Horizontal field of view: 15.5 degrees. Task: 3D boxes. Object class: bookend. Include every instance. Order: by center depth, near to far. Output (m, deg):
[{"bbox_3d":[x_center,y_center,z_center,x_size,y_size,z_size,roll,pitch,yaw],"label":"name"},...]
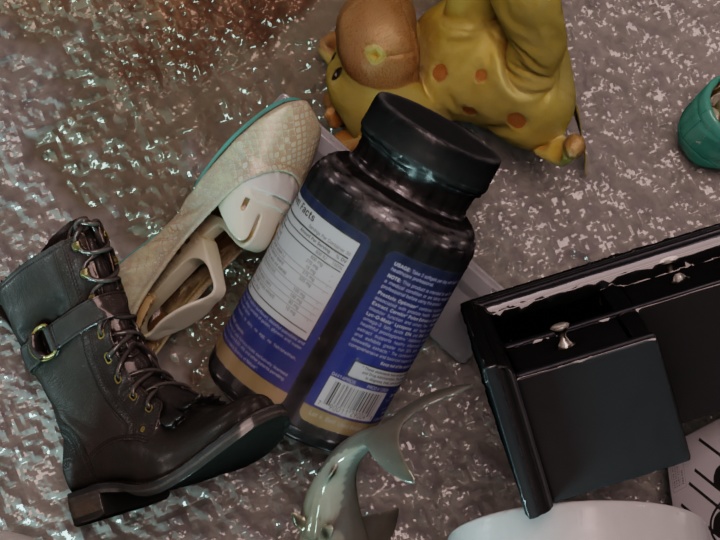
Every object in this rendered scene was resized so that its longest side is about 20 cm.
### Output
[{"bbox_3d":[0.170,0.051,1.554,0.198,0.200,0.092,-17,100,2],"label":"bookend"}]

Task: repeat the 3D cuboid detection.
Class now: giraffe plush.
[{"bbox_3d":[0.050,-0.138,1.675,0.161,0.173,0.201,-10,108,5],"label":"giraffe plush"}]

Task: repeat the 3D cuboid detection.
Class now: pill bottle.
[{"bbox_3d":[0.000,0.000,1.589,0.112,0.112,0.200,31,102,7],"label":"pill bottle"}]

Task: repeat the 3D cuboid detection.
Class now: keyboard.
[{"bbox_3d":[0.008,-0.025,1.651,0.200,0.011,0.056,42,114,-7],"label":"keyboard"}]

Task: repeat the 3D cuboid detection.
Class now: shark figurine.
[{"bbox_3d":[0.004,0.150,1.583,0.128,0.215,0.089,25,34,33],"label":"shark figurine"}]

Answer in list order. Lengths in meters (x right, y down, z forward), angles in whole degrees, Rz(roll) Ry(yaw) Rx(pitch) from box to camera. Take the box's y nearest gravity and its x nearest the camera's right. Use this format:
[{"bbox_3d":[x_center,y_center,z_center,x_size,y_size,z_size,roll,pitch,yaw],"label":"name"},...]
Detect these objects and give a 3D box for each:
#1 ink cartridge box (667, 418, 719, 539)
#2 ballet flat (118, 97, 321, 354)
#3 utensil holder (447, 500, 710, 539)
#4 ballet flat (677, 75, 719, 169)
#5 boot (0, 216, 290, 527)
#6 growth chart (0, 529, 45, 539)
[{"bbox_3d":[0.238,0.186,1.581,0.044,0.094,0.201,9,64,-31],"label":"ink cartridge box"},{"bbox_3d":[-0.085,-0.019,1.621,0.200,0.067,0.062,-46,54,20],"label":"ballet flat"},{"bbox_3d":[0.130,0.249,1.529,0.169,0.170,0.201,-2,70,-4],"label":"utensil holder"},{"bbox_3d":[0.303,-0.113,1.706,0.199,0.070,0.068,-16,73,-9],"label":"ballet flat"},{"bbox_3d":[-0.141,0.050,1.574,0.069,0.200,0.175,-11,80,-50],"label":"boot"},{"bbox_3d":[-0.180,0.237,1.521,0.018,0.145,0.201,-20,69,11],"label":"growth chart"}]
